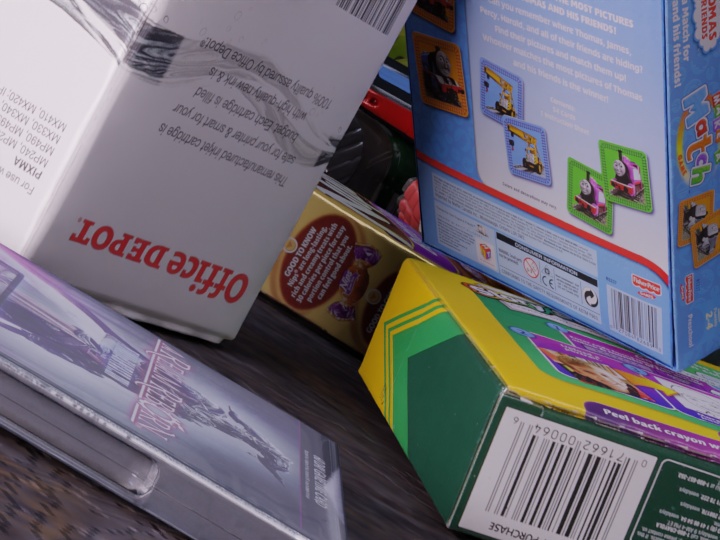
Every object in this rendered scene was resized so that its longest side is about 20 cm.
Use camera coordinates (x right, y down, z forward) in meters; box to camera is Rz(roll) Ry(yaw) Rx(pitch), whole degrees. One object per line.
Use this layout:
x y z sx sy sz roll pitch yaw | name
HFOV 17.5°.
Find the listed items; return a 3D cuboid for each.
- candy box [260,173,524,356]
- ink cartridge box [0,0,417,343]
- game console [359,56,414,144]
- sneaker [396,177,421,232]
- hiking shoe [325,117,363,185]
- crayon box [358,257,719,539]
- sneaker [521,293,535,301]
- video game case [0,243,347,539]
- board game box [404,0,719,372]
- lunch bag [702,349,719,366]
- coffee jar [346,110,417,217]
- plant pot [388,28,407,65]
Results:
0.000 0.000 1.082 0.199 0.057 0.117 30 6 -3 | candy box
-0.060 -0.089 0.807 0.084 0.201 0.145 31 5 29 | ink cartridge box
0.069 -0.077 1.361 0.176 0.031 0.200 33 9 -8 | game console
0.079 0.012 1.221 0.082 0.078 0.200 48 -2 30 | sneaker
-0.090 -0.104 1.207 0.200 0.076 0.101 40 -4 -5 | hiking shoe
0.112 0.071 0.877 0.199 0.059 0.173 19 10 -15 | crayon box
0.096 -0.049 1.016 0.116 0.080 0.199 60 -7 -2 | sneaker
-0.093 0.018 0.634 0.199 0.019 0.143 30 6 -5 | video game case
0.074 -0.079 0.883 0.036 0.201 0.151 -26 35 -30 | board game box
0.210 0.030 1.191 0.170 0.122 0.201 22 -39 62 | lunch bag
0.056 -0.019 1.384 0.200 0.086 0.104 28 7 -36 | coffee jar
0.030 -0.226 2.514 0.199 0.182 0.200 32 6 16 | plant pot
